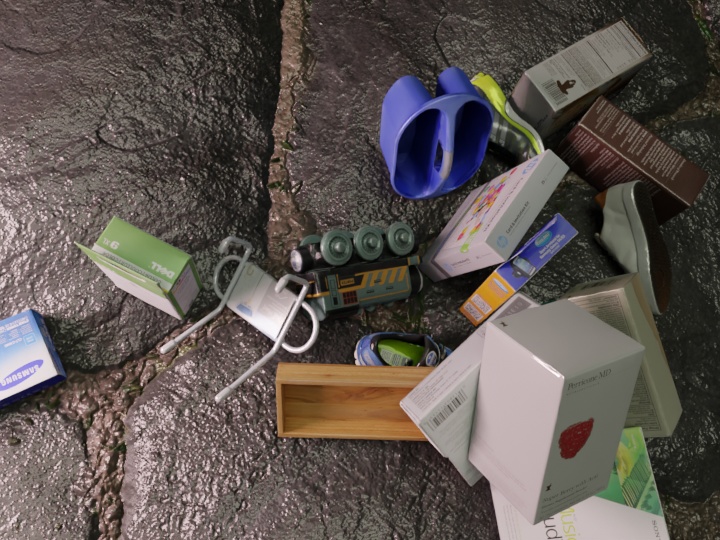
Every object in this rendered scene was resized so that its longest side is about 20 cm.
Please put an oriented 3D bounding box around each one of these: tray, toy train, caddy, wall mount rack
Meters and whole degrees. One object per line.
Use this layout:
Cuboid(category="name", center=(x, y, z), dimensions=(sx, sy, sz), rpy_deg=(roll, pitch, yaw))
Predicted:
Cuboid(category="tray", center=(-0.003, 0.165, 0.817), dimensions=(0.199, 0.099, 0.037), rpy_deg=(1, 33, -2))
Cuboid(category="toy train", center=(0.000, 0.000, 0.867), dimensions=(0.200, 0.085, 0.114), rpy_deg=(-9, 92, -35))
Cuboid(category="caddy", center=(0.105, -0.181, 0.901), dimensions=(0.141, 0.200, 0.105), rpy_deg=(-13, 59, -9))
Cuboid(category="wall mount rack", center=(-0.155, 0.060, 0.819), dimensions=(0.200, 0.075, 0.174), rpy_deg=(31, 96, 33))

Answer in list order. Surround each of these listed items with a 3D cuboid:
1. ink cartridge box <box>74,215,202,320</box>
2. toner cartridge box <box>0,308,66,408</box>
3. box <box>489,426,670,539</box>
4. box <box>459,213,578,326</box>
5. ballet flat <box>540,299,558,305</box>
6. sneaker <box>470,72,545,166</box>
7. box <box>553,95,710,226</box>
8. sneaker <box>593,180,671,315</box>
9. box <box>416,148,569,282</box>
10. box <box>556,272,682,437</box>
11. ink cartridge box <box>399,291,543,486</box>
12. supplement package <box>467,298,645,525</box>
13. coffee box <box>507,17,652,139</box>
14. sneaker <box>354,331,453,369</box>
Cuboid(category="ink cartridge box", center=(-0.259, -0.006, 0.787), dimensions=(0.104, 0.200, 0.059), rpy_deg=(28, 73, 1))
Cuboid(category="toner cartridge box", center=(-0.481, 0.133, 0.797), dimensions=(0.200, 0.043, 0.095), rpy_deg=(-25, 80, -15))
Cuboid(category="box", center=(0.268, 0.283, 0.818), dimensions=(0.200, 0.036, 0.145), rpy_deg=(-13, 74, 15))
Cuboid(category="box", center=(0.205, 0.001, 0.851), dimensions=(0.119, 0.200, 0.041), rpy_deg=(-41, 82, -16))
Cuboid(category="ballet flat", center=(0.236, 0.092, 0.894), dimensions=(0.200, 0.069, 0.070), rpy_deg=(-16, 75, -36))
Cuboid(category="sneaker", center=(0.206, -0.204, 0.989), dimensions=(0.081, 0.074, 0.200), rpy_deg=(-31, 72, -9))
Cuboid(category="box", center=(0.404, -0.160, 0.981), dimensions=(0.200, 0.100, 0.075), rpy_deg=(40, 72, 5))
Cuboid(category="sneaker", center=(0.402, -0.030, 0.968), dimensions=(0.073, 0.085, 0.200), rpy_deg=(-19, 96, -39))
Cuboid(category="box", center=(0.168, -0.065, 0.865), dimensions=(0.041, 0.200, 0.156), rpy_deg=(41, 72, -10))
Cuboid(category="box", center=(0.342, 0.113, 0.855), dimensions=(0.078, 0.095, 0.200), rpy_deg=(-24, 98, -49))
Cuboid(category="ink cartridge box", center=(0.165, 0.150, 0.800), dimensions=(0.200, 0.174, 0.044), rpy_deg=(-42, 41, -8))
Cuboid(category="supplement package", center=(0.212, 0.154, 0.728), dimensions=(0.121, 0.200, 0.120), rpy_deg=(-13, 31, -26))
Cuboid(category="coffee box", center=(0.329, -0.287, 1.002), dimensions=(0.200, 0.114, 0.080), rpy_deg=(-31, 79, -17))
Cuboid(category="sneaker", center=(0.093, 0.130, 0.855), dimensions=(0.200, 0.089, 0.079), rpy_deg=(16, 72, -5))
